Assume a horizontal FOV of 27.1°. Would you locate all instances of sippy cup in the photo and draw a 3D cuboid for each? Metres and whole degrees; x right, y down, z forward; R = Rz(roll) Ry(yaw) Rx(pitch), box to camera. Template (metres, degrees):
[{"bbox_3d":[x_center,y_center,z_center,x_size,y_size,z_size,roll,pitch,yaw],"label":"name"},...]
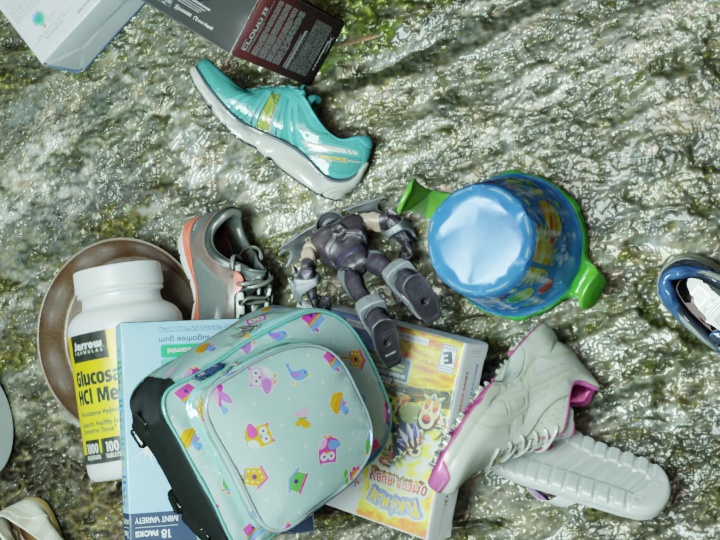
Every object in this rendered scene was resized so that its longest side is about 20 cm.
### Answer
[{"bbox_3d":[0.123,-0.024,1.324,0.177,0.130,0.140,-9,86,21],"label":"sippy cup"}]

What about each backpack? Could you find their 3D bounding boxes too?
[{"bbox_3d":[-0.072,0.125,1.285,0.153,0.200,0.176,-11,109,55],"label":"backpack"}]

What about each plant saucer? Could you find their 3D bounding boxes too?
[{"bbox_3d":[-0.236,0.067,1.517,0.200,0.034,0.201,0,89,21],"label":"plant saucer"}]

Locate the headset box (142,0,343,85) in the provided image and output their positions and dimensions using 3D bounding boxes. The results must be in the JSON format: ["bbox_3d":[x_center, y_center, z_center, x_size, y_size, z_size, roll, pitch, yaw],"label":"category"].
[{"bbox_3d":[-0.125,-0.253,1.392,0.149,0.200,0.077,33,100,18],"label":"headset box"}]

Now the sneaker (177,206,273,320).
[{"bbox_3d":[-0.118,0.031,1.434,0.082,0.077,0.200,-31,76,47],"label":"sneaker"}]

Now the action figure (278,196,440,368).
[{"bbox_3d":[0.000,0.000,1.376,0.130,0.069,0.200,-36,37,-1],"label":"action figure"}]

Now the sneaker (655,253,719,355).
[{"bbox_3d":[0.331,0.058,1.263,0.200,0.085,0.077,34,101,19],"label":"sneaker"}]

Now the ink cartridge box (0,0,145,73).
[{"bbox_3d":[-0.320,-0.324,1.538,0.136,0.076,0.200,-43,76,14],"label":"ink cartridge box"}]

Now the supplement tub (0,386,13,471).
[{"bbox_3d":[-0.481,0.175,1.560,0.200,0.132,0.132,-16,83,21],"label":"supplement tub"}]

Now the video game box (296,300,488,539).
[{"bbox_3d":[0.010,0.135,1.387,0.200,0.047,0.183,12,95,36],"label":"video game box"}]

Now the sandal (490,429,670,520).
[{"bbox_3d":[0.178,0.179,1.336,0.202,0.082,0.050,24,141,28],"label":"sandal"}]

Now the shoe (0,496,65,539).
[{"bbox_3d":[-0.307,0.321,1.527,0.070,0.053,0.200,-44,74,15],"label":"shoe"}]

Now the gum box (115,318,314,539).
[{"bbox_3d":[-0.134,0.145,1.368,0.170,0.045,0.201,-2,82,-16],"label":"gum box"}]

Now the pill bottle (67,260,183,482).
[{"bbox_3d":[-0.219,0.096,1.431,0.112,0.112,0.200,-12,85,21],"label":"pill bottle"}]

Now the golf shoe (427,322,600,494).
[{"bbox_3d":[0.136,0.131,1.298,0.091,0.200,0.075,38,147,9],"label":"golf shoe"}]

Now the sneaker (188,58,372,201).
[{"bbox_3d":[-0.077,-0.147,1.444,0.200,0.078,0.080,35,96,8],"label":"sneaker"}]
